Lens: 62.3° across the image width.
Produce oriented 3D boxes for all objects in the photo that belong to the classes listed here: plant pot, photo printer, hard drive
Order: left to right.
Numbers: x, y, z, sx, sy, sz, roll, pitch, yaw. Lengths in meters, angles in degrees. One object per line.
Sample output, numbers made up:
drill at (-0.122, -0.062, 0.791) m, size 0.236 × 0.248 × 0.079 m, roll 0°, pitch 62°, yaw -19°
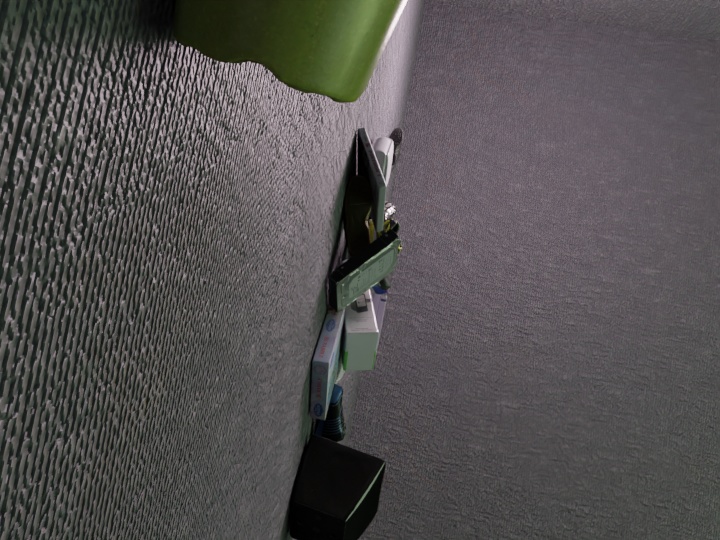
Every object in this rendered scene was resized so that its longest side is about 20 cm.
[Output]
plant pot at (-0.033, -0.216, 0.379) m, size 0.200 × 0.200 × 0.185 m, roll -67°, pitch 177°, yaw -71°
plant pot at (-0.069, 0.554, 1.432) m, size 0.177 × 0.200 × 0.200 m, roll -54°, pitch 155°, yaw -56°
hard drive at (0.009, 0.003, 1.426) m, size 0.200 × 0.038 × 0.140 m, roll -36°, pitch 154°, yaw -22°
photo printer at (0.057, -0.320, 1.852) m, size 0.200 × 0.069 × 0.167 m, roll -73°, pitch 172°, yaw -62°

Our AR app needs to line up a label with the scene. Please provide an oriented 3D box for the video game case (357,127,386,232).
video game case at (0.026, -0.222, 1.489) m, size 0.200 × 0.023 × 0.183 m, roll 90°, pitch -16°, yaw -63°

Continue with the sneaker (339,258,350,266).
sneaker at (0.000, 0.000, 1.581) m, size 0.073 × 0.071 × 0.200 m, roll -64°, pitch 169°, yaw 20°

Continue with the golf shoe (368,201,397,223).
golf shoe at (0.050, -0.163, 1.736) m, size 0.078 × 0.094 × 0.200 m, roll -60°, pitch -162°, yaw 21°

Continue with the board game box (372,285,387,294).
board game box at (0.042, -0.066, 1.812) m, size 0.199 × 0.043 × 0.200 m, roll 58°, pitch 30°, yaw -34°

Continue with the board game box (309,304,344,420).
board game box at (-0.080, 0.220, 1.449) m, size 0.200 × 0.041 × 0.200 m, roll -75°, pitch 173°, yaw -53°

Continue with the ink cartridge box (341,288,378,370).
ink cartridge box at (-0.011, 0.142, 1.575) m, size 0.200 × 0.084 × 0.146 m, roll -101°, pitch -167°, yaw -49°

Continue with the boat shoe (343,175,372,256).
boat shoe at (-0.014, -0.129, 1.448) m, size 0.065 × 0.073 × 0.201 m, roll 161°, pitch -67°, yaw -68°

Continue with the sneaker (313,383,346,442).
sneaker at (-0.067, 0.390, 1.552) m, size 0.070 × 0.078 × 0.200 m, roll -82°, pitch -170°, yaw -70°

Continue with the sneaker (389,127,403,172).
sneaker at (0.148, -0.532, 2.628) m, size 0.104 × 0.060 × 0.200 m, roll -61°, pitch 165°, yaw -73°

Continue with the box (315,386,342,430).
box at (-0.096, 0.446, 1.701) m, size 0.193 × 0.047 × 0.201 m, roll -37°, pitch 136°, yaw -87°

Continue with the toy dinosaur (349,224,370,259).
toy dinosaur at (-0.007, -0.087, 1.627) m, size 0.101 × 0.058 × 0.200 m, roll 96°, pitch 6°, yaw -49°

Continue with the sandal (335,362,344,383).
sandal at (-0.061, 0.259, 1.762) m, size 0.082 × 0.050 × 0.203 m, roll -43°, pitch 157°, yaw -59°

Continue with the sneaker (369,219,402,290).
sneaker at (0.068, -0.049, 1.555) m, size 0.074 × 0.084 × 0.201 m, roll 33°, pitch 49°, yaw -62°

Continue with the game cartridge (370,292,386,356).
game cartridge at (-0.002, 0.149, 1.716) m, size 0.038 × 0.129 × 0.200 m, roll 97°, pitch 5°, yaw -55°
